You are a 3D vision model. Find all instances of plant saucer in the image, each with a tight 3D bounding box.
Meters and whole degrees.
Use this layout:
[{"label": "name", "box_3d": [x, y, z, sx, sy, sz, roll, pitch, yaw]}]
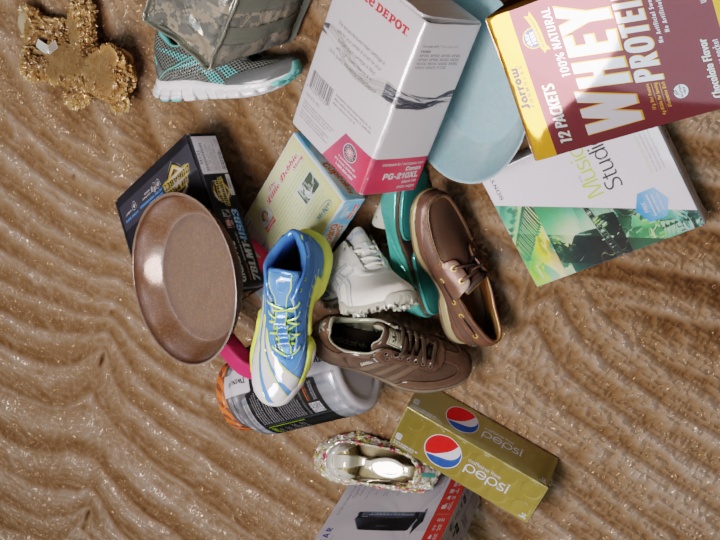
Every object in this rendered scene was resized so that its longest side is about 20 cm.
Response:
[{"label": "plant saucer", "box_3d": [-0.195, 0.009, 1.116, 0.199, 0.036, 0.202, 11, 105, 43]}, {"label": "plant saucer", "box_3d": [0.117, -0.193, 0.994, 0.200, 0.038, 0.203, 23, 119, 50]}]

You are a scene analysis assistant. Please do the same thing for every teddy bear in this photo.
[{"label": "teddy bear", "box_3d": [-0.354, -0.267, 1.201, 0.199, 0.067, 0.146, 4, 107, 30]}]

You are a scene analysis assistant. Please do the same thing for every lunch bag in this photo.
[{"label": "lunch bag", "box_3d": [-0.110, -0.327, 0.988, 0.117, 0.164, 0.201, 37, 125, 10]}]

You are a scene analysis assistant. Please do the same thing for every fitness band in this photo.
[{"label": "fitness band", "box_3d": [-0.144, 0.042, 1.184, 0.200, 0.037, 0.144, 46, 125, 32]}]

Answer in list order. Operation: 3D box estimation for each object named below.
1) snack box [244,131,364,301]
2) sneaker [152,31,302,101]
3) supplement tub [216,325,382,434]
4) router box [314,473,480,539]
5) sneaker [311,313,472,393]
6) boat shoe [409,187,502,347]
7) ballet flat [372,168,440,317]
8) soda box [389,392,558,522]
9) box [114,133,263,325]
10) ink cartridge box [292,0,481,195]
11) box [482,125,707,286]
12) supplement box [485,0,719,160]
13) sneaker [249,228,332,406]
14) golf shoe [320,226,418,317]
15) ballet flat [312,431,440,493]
[{"label": "snack box", "box_3d": [-0.083, -0.055, 1.163, 0.116, 0.037, 0.200, 53, 128, 24]}, {"label": "sneaker", "box_3d": [-0.162, -0.246, 1.111, 0.198, 0.078, 0.092, 1, 111, 22]}, {"label": "supplement tub", "box_3d": [-0.081, 0.141, 1.234, 0.199, 0.123, 0.123, -18, 106, 30]}, {"label": "router box", "box_3d": [0.040, 0.338, 1.230, 0.178, 0.200, 0.049, -8, 112, 27]}, {"label": "sneaker", "box_3d": [0.039, 0.095, 1.117, 0.198, 0.071, 0.076, 9, 160, -6]}, {"label": "boat shoe", "box_3d": [0.116, -0.002, 1.092, 0.067, 0.072, 0.201, 15, 131, 54]}, {"label": "ballet flat", "box_3d": [0.047, -0.039, 1.123, 0.070, 0.067, 0.202, 6, 116, 38]}, {"label": "soda box", "box_3d": [0.143, 0.227, 1.209, 0.199, 0.064, 0.068, 29, 123, 9]}, {"label": "box", "box_3d": [-0.216, -0.037, 1.187, 0.199, 0.049, 0.200, -29, 74, 44]}, {"label": "ink cartridge box", "box_3d": [0.022, -0.204, 1.003, 0.145, 0.084, 0.201, 48, 131, 34]}, {"label": "box", "box_3d": [0.245, -0.081, 1.025, 0.199, 0.036, 0.145, -23, 103, 33]}, {"label": "supplement box", "box_3d": [0.246, -0.214, 0.859, 0.196, 0.200, 0.134, -14, 109, 30]}, {"label": "sneaker", "box_3d": [-0.089, 0.045, 1.050, 0.075, 0.105, 0.202, 8, 78, 17]}, {"label": "golf shoe", "box_3d": [0.000, 0.000, 1.110, 0.200, 0.078, 0.098, 11, 107, 62]}, {"label": "ballet flat", "box_3d": [0.011, 0.253, 1.273, 0.199, 0.064, 0.076, -2, 80, 30]}]
